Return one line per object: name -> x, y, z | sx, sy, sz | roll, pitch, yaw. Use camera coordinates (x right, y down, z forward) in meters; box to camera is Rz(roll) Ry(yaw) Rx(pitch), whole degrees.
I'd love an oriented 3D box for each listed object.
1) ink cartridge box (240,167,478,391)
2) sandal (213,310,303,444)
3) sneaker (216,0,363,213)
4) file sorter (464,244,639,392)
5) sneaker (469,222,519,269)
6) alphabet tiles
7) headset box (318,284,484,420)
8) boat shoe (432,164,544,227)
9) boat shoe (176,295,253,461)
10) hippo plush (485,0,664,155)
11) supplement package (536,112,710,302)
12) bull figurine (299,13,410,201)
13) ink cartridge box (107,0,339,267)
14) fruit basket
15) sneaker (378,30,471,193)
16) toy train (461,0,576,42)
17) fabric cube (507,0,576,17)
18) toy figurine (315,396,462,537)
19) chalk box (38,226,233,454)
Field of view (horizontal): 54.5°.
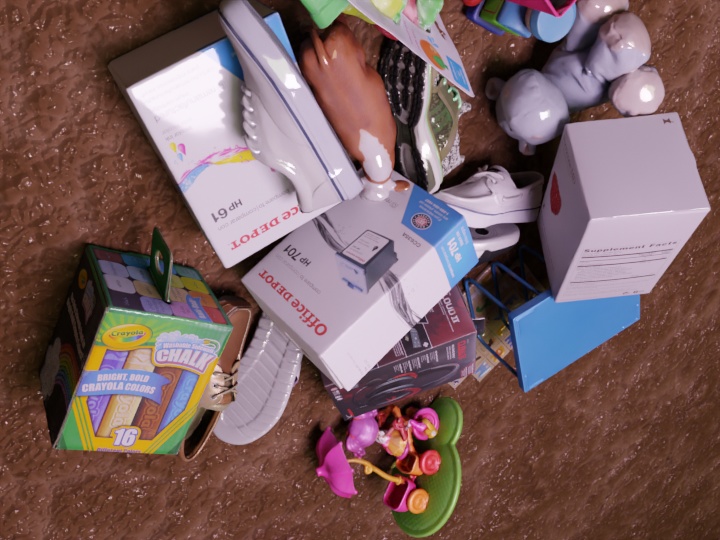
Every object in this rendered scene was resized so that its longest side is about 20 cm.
ink cartridge box -> 0.000, 0.000, 0.733 | 0.200, 0.146, 0.086 | -43, 144, -12
sandal -> -0.107, 0.118, 0.826 | 0.203, 0.082, 0.050 | -59, 172, 11
sneaker -> -0.068, -0.125, 0.578 | 0.071, 0.073, 0.200 | -29, 123, 5
file sorter -> 0.257, 0.036, 0.944 | 0.200, 0.123, 0.139 | -29, 129, -13
sneaker -> 0.099, -0.003, 0.874 | 0.199, 0.073, 0.112 | -11, 128, -18
alphabet tiles -> 0.181, 0.079, 1.009 | 0.200, 0.006, 0.166 | -46, 131, 1
headset box -> 0.052, 0.095, 0.833 | 0.199, 0.075, 0.149 | -20, 153, -2
boat shoe -> 0.152, -0.094, 0.838 | 0.200, 0.073, 0.066 | -10, 121, -48
boat shoe -> -0.165, 0.123, 0.771 | 0.076, 0.074, 0.200 | 1, 123, -54
hippo plush -> 0.218, -0.223, 0.776 | 0.160, 0.200, 0.160 | -23, 103, 13
supplement package -> 0.278, -0.062, 0.778 | 0.119, 0.122, 0.200 | -5, 153, 2
bull figurine -> -0.006, -0.158, 0.665 | 0.065, 0.122, 0.200 | -15, 140, 8
ink cartridge box -> -0.114, -0.124, 0.651 | 0.144, 0.085, 0.200 | -31, 131, -11
fruit basket -> 0.017, -0.255, 0.590 | 0.200, 0.186, 0.094 | 19, 134, -35
sneaker -> 0.077, -0.179, 0.752 | 0.089, 0.077, 0.200 | -31, 137, -24
toy train -> 0.192, -0.328, 0.690 | 0.084, 0.116, 0.200 | 13, 111, -37
fabric cube -> 0.118, -0.364, 0.569 | 0.196, 0.199, 0.200 | -50, 131, 6
toy figurine -> 0.030, 0.247, 0.958 | 0.184, 0.150, 0.200 | 24, 82, -30
chalk box -> -0.214, 0.060, 0.679 | 0.124, 0.125, 0.200 | 15, 111, -37
